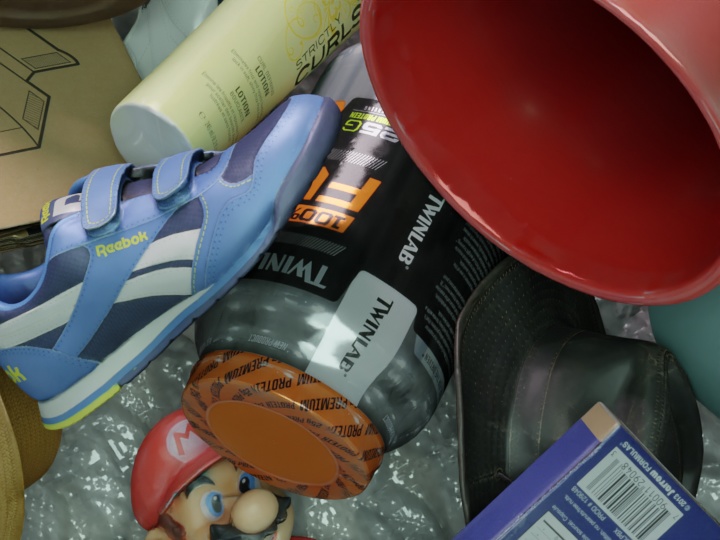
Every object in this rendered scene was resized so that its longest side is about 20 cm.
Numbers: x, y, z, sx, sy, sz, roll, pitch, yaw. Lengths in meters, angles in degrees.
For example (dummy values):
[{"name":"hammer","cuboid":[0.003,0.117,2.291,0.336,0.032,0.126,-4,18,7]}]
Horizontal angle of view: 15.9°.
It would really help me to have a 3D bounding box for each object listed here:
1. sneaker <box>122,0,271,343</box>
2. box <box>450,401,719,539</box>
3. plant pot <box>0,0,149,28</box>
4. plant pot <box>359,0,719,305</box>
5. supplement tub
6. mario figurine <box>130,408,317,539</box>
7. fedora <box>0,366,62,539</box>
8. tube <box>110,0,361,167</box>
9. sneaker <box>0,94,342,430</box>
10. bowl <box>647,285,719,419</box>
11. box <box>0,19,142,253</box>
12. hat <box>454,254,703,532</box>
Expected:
[{"name":"sneaker","cuboid":[-0.088,-0.062,1.279,0.080,0.076,0.201,0,79,5]},{"name":"box","cuboid":[0.075,0.167,1.162,0.200,0.032,0.121,-44,116,3]},{"name":"plant pot","cuboid":[-0.152,-0.213,1.201,0.199,0.200,0.175,-4,77,-2]},{"name":"plant pot","cuboid":[0.129,-0.115,1.134,0.200,0.200,0.177,43,61,1]},{"name":"supplement tub","cuboid":[0.000,0.000,1.217,0.122,0.123,0.200,26,61,-1]},{"name":"mario figurine","cuboid":[-0.041,0.155,1.241,0.106,0.123,0.200,-29,94,25]},{"name":"fedora","cuboid":[-0.204,0.056,1.241,0.082,0.200,0.201,-21,87,-42]},{"name":"tube","cuboid":[-0.041,-0.116,1.227,0.052,0.058,0.200,38,53,6]},{"name":"sneaker","cuboid":[-0.093,-0.016,1.135,0.200,0.074,0.082,-41,97,14]},{"name":"bowl","cuboid":[0.214,0.002,1.242,0.200,0.105,0.202,-8,102,-39]},{"name":"box","cuboid":[-0.190,-0.091,1.224,0.163,0.021,0.200,-13,56,-24]},{"name":"hat","cuboid":[0.115,0.085,1.215,0.081,0.200,0.201,-1,86,32]}]
